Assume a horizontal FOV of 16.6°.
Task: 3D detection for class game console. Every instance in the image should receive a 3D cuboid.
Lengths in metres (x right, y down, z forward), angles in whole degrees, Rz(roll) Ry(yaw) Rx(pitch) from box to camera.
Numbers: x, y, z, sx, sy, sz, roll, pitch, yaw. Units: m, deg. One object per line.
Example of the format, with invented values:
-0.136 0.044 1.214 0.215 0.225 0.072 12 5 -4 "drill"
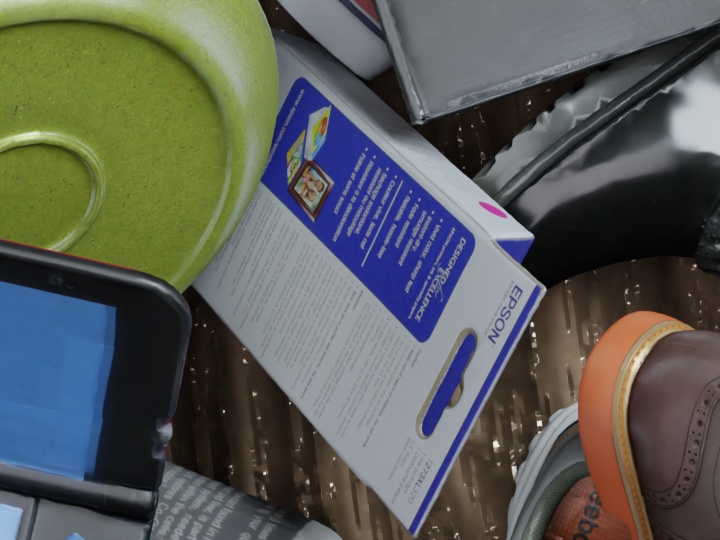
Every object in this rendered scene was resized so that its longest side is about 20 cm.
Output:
-0.167 0.074 0.779 0.199 0.119 0.173 13 80 -2 "game console"

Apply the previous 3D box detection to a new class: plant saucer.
-0.115 -0.030 0.809 0.200 0.200 0.031 -39 47 9 "plant saucer"

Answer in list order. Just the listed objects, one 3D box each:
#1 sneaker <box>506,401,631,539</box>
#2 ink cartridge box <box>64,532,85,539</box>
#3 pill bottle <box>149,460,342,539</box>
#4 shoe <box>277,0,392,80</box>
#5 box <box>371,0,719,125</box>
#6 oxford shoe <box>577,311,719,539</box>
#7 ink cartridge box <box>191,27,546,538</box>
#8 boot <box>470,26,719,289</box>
0.067 0.144 0.886 0.074 0.079 0.201 13 96 7 "sneaker"
-0.121 0.199 0.752 0.200 0.076 0.137 -39 128 -13 "ink cartridge box"
-0.071 0.129 0.891 0.199 0.113 0.114 20 96 9 "pill bottle"
-0.028 -0.172 0.892 0.091 0.071 0.200 -38 86 9 "shoe"
0.082 -0.169 0.810 0.199 0.048 0.194 -17 90 10 "box"
0.135 0.106 0.836 0.072 0.071 0.201 13 139 46 "oxford shoe"
0.000 0.000 0.845 0.200 0.037 0.095 47 116 50 "ink cartridge box"
0.127 -0.005 0.867 0.211 0.079 0.158 -38 86 9 "boot"
